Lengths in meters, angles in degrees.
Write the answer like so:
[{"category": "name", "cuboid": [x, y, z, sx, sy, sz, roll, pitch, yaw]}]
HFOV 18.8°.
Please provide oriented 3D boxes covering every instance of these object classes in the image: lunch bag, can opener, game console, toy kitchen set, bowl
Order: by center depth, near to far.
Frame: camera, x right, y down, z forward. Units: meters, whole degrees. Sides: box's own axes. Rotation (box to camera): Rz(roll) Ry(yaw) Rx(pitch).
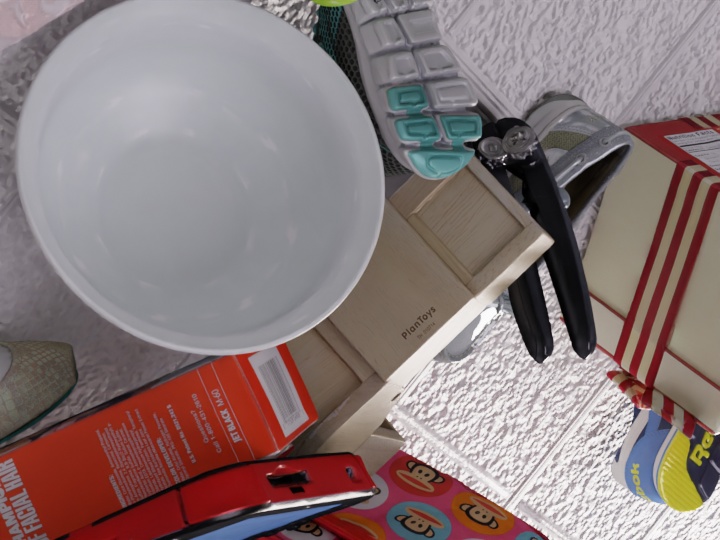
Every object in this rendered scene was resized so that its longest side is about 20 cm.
[{"category": "bowl", "cuboid": [-0.094, -0.042, 1.179, 0.201, 0.201, 0.090, -32, 176, -23]}, {"category": "game console", "cuboid": [-0.097, 0.145, 1.191, 0.177, 0.031, 0.200, -26, 168, 20]}, {"category": "toy kitchen set", "cuboid": [0.000, 0.000, 1.338, 0.200, 0.163, 0.180, -44, 165, 5]}, {"category": "can opener", "cuboid": [0.107, -0.020, 1.351, 0.063, 0.200, 0.079, -15, 135, -5]}, {"category": "lunch bag", "cuboid": [0.009, 0.194, 1.398, 0.176, 0.200, 0.082, -32, 142, -51]}]

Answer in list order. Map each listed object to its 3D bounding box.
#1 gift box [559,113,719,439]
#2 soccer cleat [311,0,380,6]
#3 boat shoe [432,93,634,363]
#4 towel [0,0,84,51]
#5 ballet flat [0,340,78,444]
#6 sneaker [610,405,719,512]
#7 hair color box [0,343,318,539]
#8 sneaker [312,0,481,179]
[{"category": "gift box", "cuboid": [0.270, 0.014, 1.541, 0.184, 0.200, 0.187, -7, 125, -35]}, {"category": "soccer cleat", "cuboid": [0.005, -0.230, 1.139, 0.081, 0.067, 0.200, 49, 50, -45]}, {"category": "boat shoe", "cuboid": [0.104, -0.020, 1.451, 0.202, 0.065, 0.074, -55, 141, 4]}, {"category": "towel", "cuboid": [-0.133, -0.221, 1.025, 0.191, 0.032, 0.200, -34, 137, -21]}, {"category": "ballet flat", "cuboid": [-0.242, 0.080, 1.190, 0.200, 0.067, 0.062, -32, 128, -23]}, {"category": "sneaker", "cuboid": [0.259, 0.095, 1.696, 0.074, 0.082, 0.200, 46, 64, -24]}, {"category": "hair color box", "cuboid": [-0.133, 0.102, 1.209, 0.200, 0.064, 0.111, -25, -179, 11]}, {"category": "sneaker", "cuboid": [-0.001, -0.142, 1.216, 0.077, 0.091, 0.201, -9, 86, -37]}]
